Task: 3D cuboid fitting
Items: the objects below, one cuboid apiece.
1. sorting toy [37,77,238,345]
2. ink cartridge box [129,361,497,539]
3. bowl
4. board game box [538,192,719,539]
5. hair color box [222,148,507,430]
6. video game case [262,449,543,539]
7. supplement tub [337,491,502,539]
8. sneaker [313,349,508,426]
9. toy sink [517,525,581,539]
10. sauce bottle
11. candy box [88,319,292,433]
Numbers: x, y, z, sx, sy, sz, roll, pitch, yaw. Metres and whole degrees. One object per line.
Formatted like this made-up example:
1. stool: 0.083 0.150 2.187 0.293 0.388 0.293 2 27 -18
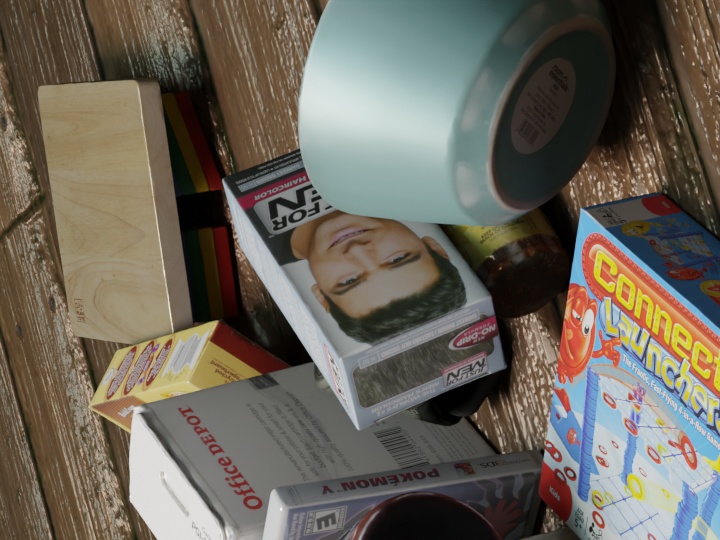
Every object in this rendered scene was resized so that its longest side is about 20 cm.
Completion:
1. sorting toy: -0.165 -0.049 2.154 0.200 0.069 0.200 5 104 62
2. ink cartridge box: -0.032 0.136 1.828 0.146 0.199 0.085 48 140 45
3. bowl: 0.069 -0.104 1.587 0.105 0.200 0.202 29 128 31
4. board game box: 0.183 0.091 1.557 0.200 0.056 0.197 45 138 48
5. hair color box: 0.000 0.000 1.703 0.200 0.099 0.061 -125 16 -48
6. video game case: 0.017 0.204 1.778 0.023 0.181 0.201 -122 33 -45
7. supplement tub: 0.008 0.209 1.654 0.200 0.107 0.107 -49 58 57
8. sneaker: 0.029 0.044 1.815 0.200 0.114 0.077 -101 35 -74
9. toy sink: 0.114 0.259 1.690 0.130 0.112 0.201 -24 79 62
10. sauce bottle: 0.059 -0.061 1.730 0.200 0.066 0.066 61 148 34
11. candy box: -0.106 0.097 2.042 0.200 0.116 0.057 -18 42 62
